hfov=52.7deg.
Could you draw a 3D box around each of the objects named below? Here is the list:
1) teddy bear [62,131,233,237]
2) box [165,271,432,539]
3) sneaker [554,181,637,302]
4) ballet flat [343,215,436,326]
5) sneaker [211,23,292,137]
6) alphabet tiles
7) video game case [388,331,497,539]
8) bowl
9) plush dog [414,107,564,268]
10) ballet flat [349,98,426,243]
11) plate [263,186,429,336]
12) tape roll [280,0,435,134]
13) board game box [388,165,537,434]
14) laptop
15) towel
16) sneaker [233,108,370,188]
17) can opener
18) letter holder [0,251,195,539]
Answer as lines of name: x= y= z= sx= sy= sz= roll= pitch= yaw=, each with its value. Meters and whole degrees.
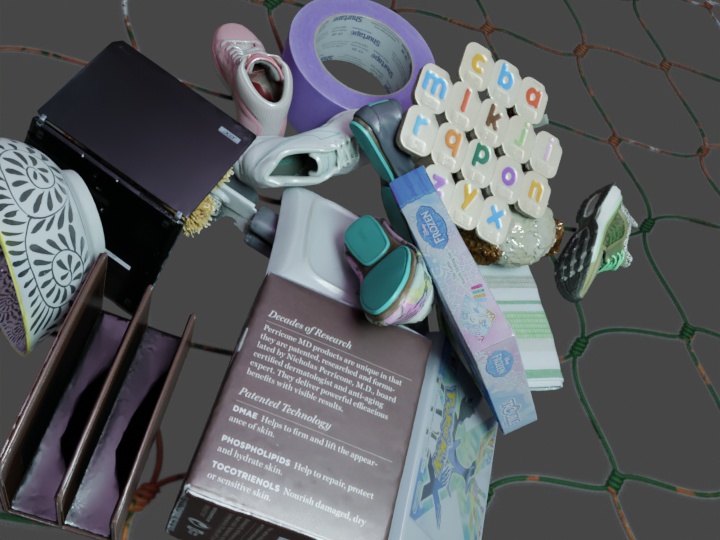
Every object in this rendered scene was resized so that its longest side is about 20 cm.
teddy bear: x=-0.228 y=-0.116 z=0.761 sx=0.200 sy=0.145 sz=0.067 roll=42 pitch=11 yaw=7
box: x=-0.055 y=0.148 z=0.646 sx=0.162 sy=0.166 sz=0.202 roll=22 pitch=55 yaw=-7
sneaker: x=0.323 y=-0.027 z=0.953 sx=0.088 sy=0.077 sz=0.201 roll=37 pitch=57 yaw=-7
ballet flat: x=0.031 y=0.008 z=0.665 sx=0.069 sy=0.200 sz=0.071 roll=-41 pitch=113 yaw=6
sneaker: x=-0.128 y=-0.247 z=0.881 sx=0.074 sy=0.105 sz=0.203 roll=-7 pitch=64 yaw=-22
alphabet tiles: x=0.134 y=-0.137 z=0.793 sx=0.198 sy=0.015 sz=0.198 roll=23 pitch=78 yaw=-22
video game case: x=0.084 y=0.192 z=0.690 sx=0.022 sy=0.183 sz=0.202 roll=-5 pitch=51 yaw=28
bowl: x=-0.288 y=-0.036 z=0.643 sx=0.093 sy=0.201 sz=0.202 roll=-23 pitch=71 yaw=-33
plush dog: x=0.177 y=-0.086 z=0.878 sx=0.197 sy=0.161 sz=0.174 roll=-6 pitch=70 yaw=-25
ballet flat: x=0.051 y=-0.110 z=0.824 sx=0.072 sy=0.201 sz=0.074 roll=-14 pitch=43 yaw=14
plate: x=0.000 y=0.000 z=0.770 sx=0.198 sy=0.032 sz=0.201 roll=30 pitch=32 yaw=-18
tape roll: x=-0.007 y=-0.251 z=0.942 sx=0.197 sy=0.085 sz=0.203 roll=10 pitch=58 yaw=-16
board game box: x=0.102 y=0.034 z=0.710 sx=0.043 sy=0.201 sz=0.201 roll=-26 pitch=54 yaw=3
laptop: x=-0.236 y=-0.092 z=0.732 sx=0.176 sy=0.201 sz=0.103 roll=34 pitch=27 yaw=2
towel: x=0.154 y=0.050 z=0.871 sx=0.147 sy=0.031 sz=0.203 roll=2 pitch=59 yaw=-22
sneaker: x=-0.038 y=-0.128 z=0.815 sx=0.198 sy=0.071 sz=0.080 roll=-22 pitch=28 yaw=-23
can opener: x=-0.102 y=-0.053 z=0.810 sx=0.199 sy=0.053 sz=0.067 roll=36 pitch=55 yaw=1
letter holder: x=-0.217 y=0.106 z=0.621 sx=0.099 sy=0.142 sz=0.202 roll=20 pitch=56 yaw=-9
